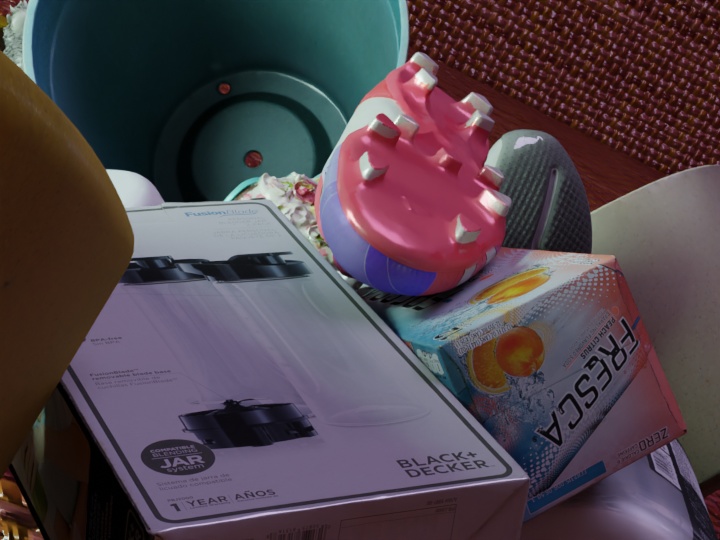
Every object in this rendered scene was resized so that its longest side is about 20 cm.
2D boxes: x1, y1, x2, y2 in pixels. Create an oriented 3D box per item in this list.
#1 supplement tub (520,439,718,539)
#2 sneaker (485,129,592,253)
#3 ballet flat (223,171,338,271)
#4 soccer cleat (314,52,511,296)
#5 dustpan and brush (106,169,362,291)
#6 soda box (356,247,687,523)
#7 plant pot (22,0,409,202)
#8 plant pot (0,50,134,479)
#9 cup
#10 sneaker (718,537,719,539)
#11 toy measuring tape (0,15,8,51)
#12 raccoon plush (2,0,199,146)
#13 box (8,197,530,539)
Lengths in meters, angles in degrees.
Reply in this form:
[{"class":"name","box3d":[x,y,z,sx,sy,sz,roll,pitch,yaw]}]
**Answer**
[{"class":"supplement tub","box3d":[0.075,0.112,0.691,0.122,0.123,0.200,28,11,-2]},{"class":"sneaker","box3d":[0.064,0.025,0.899,0.070,0.202,0.080,-9,23,-27]},{"class":"ballet flat","box3d":[0.000,0.000,0.839,0.064,0.076,0.200,40,17,23]},{"class":"soccer cleat","box3d":[0.012,-0.022,0.668,0.066,0.077,0.200,33,20,-7]},{"class":"dustpan and brush","box3d":[-0.093,0.000,0.720,0.198,0.058,0.140,-11,22,28]},{"class":"soda box","box3d":[0.036,0.033,0.646,0.064,0.068,0.200,66,-13,-8]},{"class":"plant pot","box3d":[-0.070,-0.091,1.016,0.199,0.201,0.188,31,-15,12]},{"class":"plant pot","box3d":[-0.175,0.000,0.463,0.199,0.201,0.176,33,3,22]},{"class":"cup","box3d":[0.156,0.057,1.006,0.144,0.200,0.200,60,22,16]},{"class":"sneaker","box3d":[0.208,0.182,0.870,0.087,0.074,0.200,41,21,-5]},{"class":"toy measuring tape","box3d":[-0.251,-0.155,1.183,0.073,0.074,0.200,32,13,17]},{"class":"raccoon plush","box3d":[-0.168,-0.101,1.196,0.133,0.098,0.200,16,-18,3]},{"class":"box","box3d":[-0.046,0.045,0.569,0.116,0.061,0.200,-5,28,-26]}]
